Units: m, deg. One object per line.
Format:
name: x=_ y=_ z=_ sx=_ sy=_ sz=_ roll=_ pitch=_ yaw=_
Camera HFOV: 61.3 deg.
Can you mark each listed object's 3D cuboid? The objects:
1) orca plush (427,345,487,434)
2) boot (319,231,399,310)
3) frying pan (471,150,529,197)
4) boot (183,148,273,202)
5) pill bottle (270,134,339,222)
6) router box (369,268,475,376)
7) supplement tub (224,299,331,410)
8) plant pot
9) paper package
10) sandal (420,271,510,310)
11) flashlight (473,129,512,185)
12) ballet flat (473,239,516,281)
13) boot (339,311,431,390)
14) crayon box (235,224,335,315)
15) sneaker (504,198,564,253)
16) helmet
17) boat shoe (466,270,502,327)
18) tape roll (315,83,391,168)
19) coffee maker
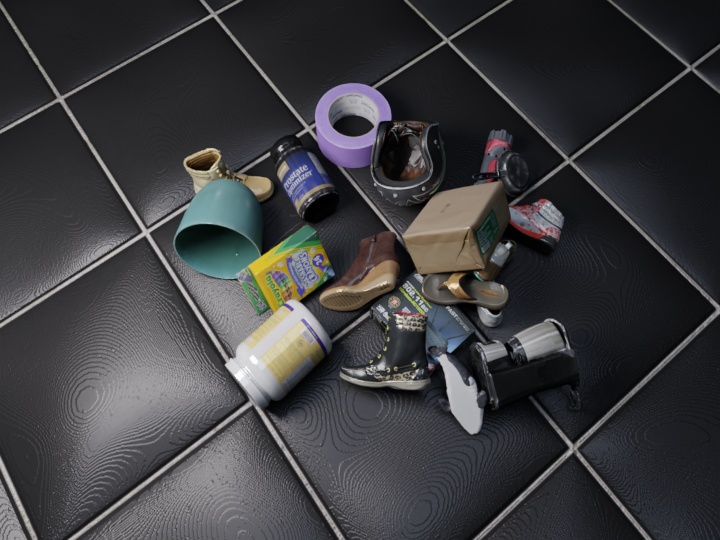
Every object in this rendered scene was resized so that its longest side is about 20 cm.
orca plush: x=0.207 y=0.238 z=1.279 sx=0.202 sy=0.105 sz=0.071 roll=52 pitch=29 yaw=-1
boot: x=0.000 y=0.000 z=1.409 sx=0.195 sy=0.073 sz=0.169 roll=-17 pitch=42 yaw=17
frying pan: x=0.352 y=-0.251 z=1.485 sx=0.186 sy=0.031 sz=0.119 roll=17 pitch=74 yaw=-32
boot: x=-0.311 y=-0.224 z=1.453 sx=0.193 sy=0.156 sz=0.075 roll=-1 pitch=64 yaw=-1
pill bottle: x=-0.141 y=-0.227 z=1.480 sx=0.110 sy=0.113 sz=0.202 roll=-28 pitch=68 yaw=-12
router box: x=0.137 y=0.118 z=1.351 sx=0.149 sy=0.063 sz=0.201 roll=-37 pitch=71 yaw=-17
supplement tub: x=-0.172 y=0.177 z=1.278 sx=0.199 sy=0.146 sz=0.145 roll=-41 pitch=72 yaw=-17
plant pot: x=-0.310 y=-0.106 z=1.386 sx=0.194 sy=0.203 sz=0.165 roll=3 pitch=55 yaw=2
paper package: x=0.217 y=-0.096 z=1.350 sx=0.187 sy=0.105 sz=0.201 roll=-7 pitch=31 yaw=40
sandal: x=0.229 y=0.040 z=1.319 sx=0.194 sy=0.055 sz=0.084 roll=12 pitch=68 yaw=11
flashlight: x=0.332 y=-0.252 z=1.520 sx=0.067 sy=0.067 sz=0.205 roll=28 pitch=66 yaw=-28
ballet flat: x=0.308 y=-0.033 z=1.356 sx=0.068 sy=0.073 sz=0.199 roll=49 pitch=30 yaw=11
boot: x=0.053 y=0.164 z=1.278 sx=0.197 sy=0.073 sz=0.159 roll=2 pitch=94 yaw=20
crayon box: x=-0.164 y=0.009 z=1.363 sx=0.198 sy=0.128 sz=0.051 roll=-36 pitch=37 yaw=-15
sneaker: x=0.393 y=-0.132 z=1.464 sx=0.198 sy=0.068 sz=0.109 roll=28 pitch=67 yaw=8
helmet: x=0.115 y=-0.254 z=1.449 sx=0.193 sy=0.201 sz=0.197 roll=0 pitch=107 yaw=0
boat shoe: x=0.279 y=0.025 z=1.388 sx=0.068 sy=0.072 sz=0.206 roll=-15 pitch=67 yaw=-7
tape roll: x=-0.018 y=-0.373 z=1.561 sx=0.193 sy=0.085 sz=0.206 roll=0 pitch=66 yaw=-1
coffee maker: x=0.345 y=0.219 z=1.267 sx=0.194 sy=0.135 sz=0.196 roll=-17 pitch=67 yaw=-7
